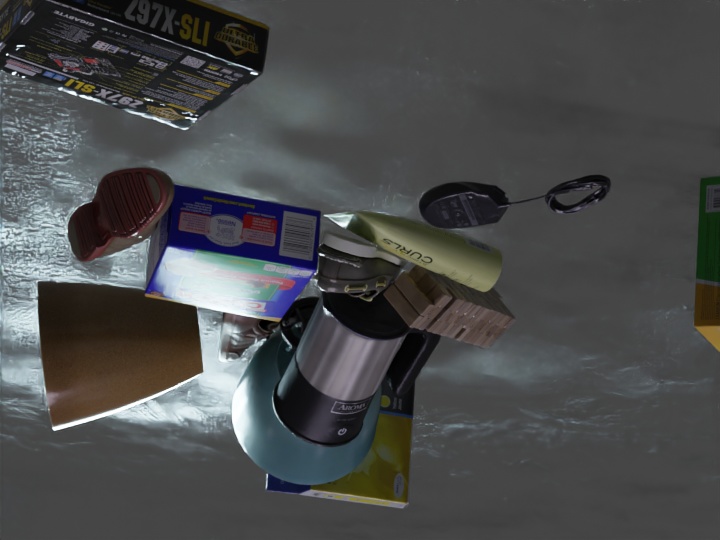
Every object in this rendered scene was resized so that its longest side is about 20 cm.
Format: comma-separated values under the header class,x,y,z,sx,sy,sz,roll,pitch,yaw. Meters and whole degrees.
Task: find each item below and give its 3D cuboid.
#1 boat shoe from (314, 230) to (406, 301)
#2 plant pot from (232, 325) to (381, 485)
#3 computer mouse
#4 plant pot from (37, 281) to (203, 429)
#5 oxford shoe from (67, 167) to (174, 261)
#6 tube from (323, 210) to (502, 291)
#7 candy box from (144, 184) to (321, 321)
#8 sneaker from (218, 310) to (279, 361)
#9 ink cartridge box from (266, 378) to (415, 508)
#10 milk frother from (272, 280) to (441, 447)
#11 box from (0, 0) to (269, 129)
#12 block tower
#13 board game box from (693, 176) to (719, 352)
class,x,y,z,sx,sy,sz,roll,pitch,yaw
boat shoe,-0.003,-0.001,1.716,0.071,0.061,0.201,18,-179,17
plant pot,-0.061,0.155,2.055,0.198,0.203,0.161,8,149,-7
computer mouse,0.154,-0.078,1.577,0.197,0.034,0.059,-6,141,17
plant pot,-0.303,0.099,2.010,0.197,0.189,0.187,-6,162,-7
oxford shoe,-0.243,-0.068,1.688,0.074,0.071,0.199,-13,174,-38
tube,0.060,-0.030,1.706,0.198,0.052,0.058,21,129,-25
candy box,-0.147,-0.016,1.756,0.167,0.078,0.200,10,162,-12
sneaker,-0.142,0.074,2.021,0.074,0.071,0.200,6,161,-4
ink cartridge box,-0.024,0.223,2.213,0.197,0.200,0.047,10,158,-14
milk frother,-0.026,0.066,1.868,0.179,0.200,0.189,-19,146,-43
box,-0.199,-0.189,1.325,0.198,0.050,0.159,16,161,-27
block tower,0.108,0.042,1.800,0.054,0.058,0.199,-47,152,16
board game box,0.385,0.014,1.571,0.040,0.155,0.200,-4,158,30
